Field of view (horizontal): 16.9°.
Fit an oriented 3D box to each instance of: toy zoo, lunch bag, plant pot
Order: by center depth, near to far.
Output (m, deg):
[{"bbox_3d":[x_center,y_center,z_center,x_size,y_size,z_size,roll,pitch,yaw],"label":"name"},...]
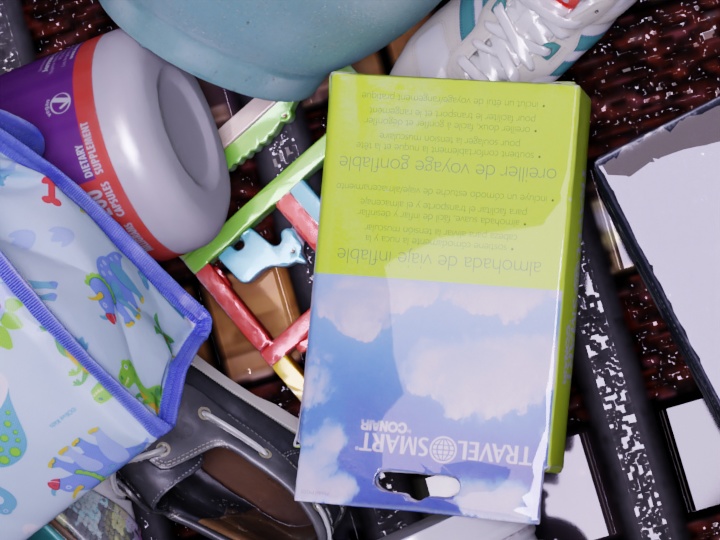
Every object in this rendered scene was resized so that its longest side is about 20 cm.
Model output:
[{"bbox_3d":[-0.196,0.022,1.075,0.170,0.127,0.200,-39,108,23],"label":"lunch bag"},{"bbox_3d":[-0.046,-0.165,1.147,0.200,0.200,0.134,32,112,6],"label":"plant pot"},{"bbox_3d":[0.000,0.000,1.212,0.131,0.020,0.200,-41,84,4],"label":"toy zoo"}]

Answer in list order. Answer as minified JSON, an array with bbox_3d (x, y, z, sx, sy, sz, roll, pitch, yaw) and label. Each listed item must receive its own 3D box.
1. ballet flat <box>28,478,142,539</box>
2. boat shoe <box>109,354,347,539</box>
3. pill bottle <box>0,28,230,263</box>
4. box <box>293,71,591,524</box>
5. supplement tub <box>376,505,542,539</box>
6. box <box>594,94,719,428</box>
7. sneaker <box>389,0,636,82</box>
[{"bbox_3d":[-0.170,0.097,1.213,0.200,0.069,0.071,32,67,6],"label":"ballet flat"},{"bbox_3d":[-0.098,0.080,1.168,0.200,0.068,0.072,28,124,-10],"label":"boat shoe"},{"bbox_3d":[-0.171,-0.036,1.177,0.200,0.112,0.113,-20,87,17],"label":"pill bottle"},{"bbox_3d":[0.039,0.012,1.120,0.122,0.048,0.200,4,85,16],"label":"box"},{"bbox_3d":[0.059,0.215,1.138,0.145,0.145,0.200,-24,86,5],"label":"supplement tub"},{"bbox_3d":[0.196,0.021,1.108,0.104,0.182,0.200,-27,85,6],"label":"box"},{"bbox_3d":[0.081,-0.126,1.162,0.200,0.093,0.070,-44,85,-3],"label":"sneaker"}]
